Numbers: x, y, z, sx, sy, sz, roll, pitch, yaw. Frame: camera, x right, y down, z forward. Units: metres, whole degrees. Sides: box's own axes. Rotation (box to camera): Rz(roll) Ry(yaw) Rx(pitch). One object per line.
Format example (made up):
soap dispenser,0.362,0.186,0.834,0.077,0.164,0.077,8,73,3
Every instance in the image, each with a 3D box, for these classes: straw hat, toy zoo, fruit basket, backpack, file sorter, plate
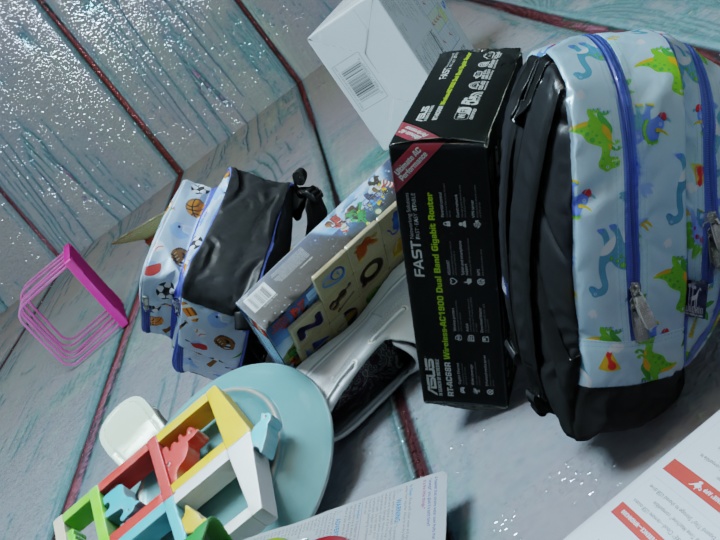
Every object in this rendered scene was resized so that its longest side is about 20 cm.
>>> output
straw hat,-0.320,-0.059,1.836,0.200,0.085,0.201,-29,7,4
toy zoo,-0.134,0.170,0.771,0.200,0.020,0.131,-40,40,6
fruit basket,-0.042,0.202,0.598,0.199,0.094,0.185,-17,22,13
backpack,0.139,-0.034,0.607,0.153,0.201,0.163,-17,18,5
file sorter,-0.481,0.058,1.770,0.125,0.139,0.200,-41,17,-6
backpack,-0.133,0.017,1.046,0.191,0.153,0.200,96,-168,-48
plate,-0.107,0.152,0.799,0.200,0.026,0.201,-22,45,24

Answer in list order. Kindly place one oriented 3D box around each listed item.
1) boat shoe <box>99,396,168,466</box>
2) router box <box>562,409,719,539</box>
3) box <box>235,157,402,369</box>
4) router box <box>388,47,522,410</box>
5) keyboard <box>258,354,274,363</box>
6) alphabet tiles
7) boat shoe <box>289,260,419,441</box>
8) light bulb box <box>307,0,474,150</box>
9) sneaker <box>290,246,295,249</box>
boat shoe,-0.161,0.178,0.894,0.072,0.060,0.202,-41,36,-4
router box,0.190,0.102,0.395,0.179,0.049,0.200,-39,16,-1
box,0.000,0.000,0.876,0.200,0.137,0.038,-44,61,-12
router box,0.076,-0.030,0.727,0.062,0.201,0.150,2,32,18
keyboard,-0.056,0.110,0.948,0.104,0.040,0.200,5,40,33
alphabet tiles,0.024,0.005,0.870,0.200,0.167,0.006,-42,61,-15
boat shoe,0.028,0.056,0.841,0.200,0.072,0.068,-37,36,-17
light bulb box,0.054,-0.314,1.526,0.124,0.199,0.200,-25,20,31
sneaker,-0.012,-0.012,1.121,0.200,0.076,0.088,-25,0,39
